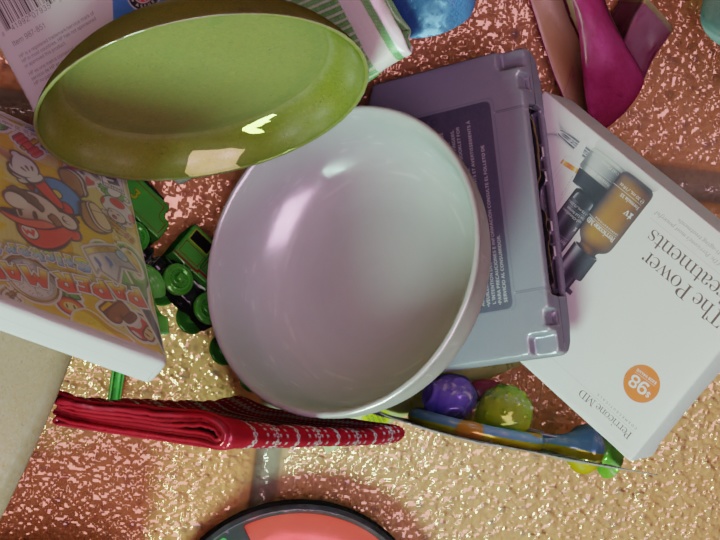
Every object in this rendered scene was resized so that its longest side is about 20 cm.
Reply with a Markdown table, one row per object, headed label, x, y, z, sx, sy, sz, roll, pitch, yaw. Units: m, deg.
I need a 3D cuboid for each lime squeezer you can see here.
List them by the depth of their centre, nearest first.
| label | x | y | z | sx | sy | sz | roll | pitch | yaw |
| --- | --- | --- | --- | --- | --- | --- | --- | --- | --- |
| lime squeezer | -0.146 | 0.037 | 0.956 | 0.038 | 0.200 | 0.071 | -15 | 75 | -24 |

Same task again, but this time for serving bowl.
| label | x | y | z | sx | sy | sz | roll | pitch | yaw |
| --- | --- | --- | --- | --- | --- | --- | --- | --- | --- |
| serving bowl | 0.000 | 0.000 | 0.932 | 0.200 | 0.200 | 0.066 | -54 | 147 | 6 |

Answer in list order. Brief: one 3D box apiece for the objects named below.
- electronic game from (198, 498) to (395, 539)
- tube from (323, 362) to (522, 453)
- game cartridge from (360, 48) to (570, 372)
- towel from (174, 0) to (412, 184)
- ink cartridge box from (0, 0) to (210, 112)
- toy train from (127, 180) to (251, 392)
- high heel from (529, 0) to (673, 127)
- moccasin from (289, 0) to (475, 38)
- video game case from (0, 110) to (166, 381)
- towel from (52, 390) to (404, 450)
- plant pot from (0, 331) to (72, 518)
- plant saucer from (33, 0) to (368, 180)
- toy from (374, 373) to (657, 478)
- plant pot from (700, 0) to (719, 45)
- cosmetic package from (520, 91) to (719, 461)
| label | x | y | z | sx | sy | sz | roll | pitch | yaw |
| --- | --- | --- | --- | --- | --- | --- | --- | --- | --- |
| electronic game | -0.049 | 0.264 | 1.073 | 0.199 | 0.042 | 0.201 | -2 | 104 | -8 |
| tube | 0.055 | 0.066 | 1.038 | 0.199 | 0.052 | 0.058 | -21 | 75 | 0 |
| game cartridge | 0.064 | -0.035 | 0.962 | 0.133 | 0.041 | 0.201 | -9 | 81 | 27 |
| towel | -0.080 | -0.159 | 0.927 | 0.199 | 0.023 | 0.153 | -25 | 104 | 26 |
| ink cartridge box | -0.172 | -0.219 | 0.874 | 0.145 | 0.084 | 0.201 | -23 | 100 | 28 |
| toy train | -0.114 | 0.005 | 0.992 | 0.200 | 0.042 | 0.056 | 44 | 56 | -14 |
| high heel | 0.120 | -0.179 | 0.973 | 0.200 | 0.067 | 0.096 | 36 | 86 | -18 |
| moccasin | -0.020 | -0.183 | 0.949 | 0.199 | 0.068 | 0.081 | 13 | 116 | 12 |
| video game case | -0.209 | -0.035 | 0.831 | 0.200 | 0.182 | 0.023 | 25 | 120 | -36 |
| towel | -0.081 | 0.096 | 0.929 | 0.144 | 0.200 | 0.023 | 4 | 88 | 33 |
| plant pot | -0.276 | 0.033 | 0.913 | 0.200 | 0.200 | 0.177 | 36 | 83 | -15 |
| plant saucer | -0.095 | -0.110 | 0.860 | 0.199 | 0.200 | 0.031 | -11 | 71 | -6 |
| toy | 0.097 | 0.101 | 1.003 | 0.199 | 0.115 | 0.047 | 18 | 83 | -24 |
| plant pot | 0.330 | -0.205 | 0.933 | 0.196 | 0.200 | 0.197 | 19 | 101 | -13 |
| cosmetic package | 0.156 | 0.002 | 0.956 | 0.200 | 0.052 | 0.151 | 42 | 109 | 23 |
